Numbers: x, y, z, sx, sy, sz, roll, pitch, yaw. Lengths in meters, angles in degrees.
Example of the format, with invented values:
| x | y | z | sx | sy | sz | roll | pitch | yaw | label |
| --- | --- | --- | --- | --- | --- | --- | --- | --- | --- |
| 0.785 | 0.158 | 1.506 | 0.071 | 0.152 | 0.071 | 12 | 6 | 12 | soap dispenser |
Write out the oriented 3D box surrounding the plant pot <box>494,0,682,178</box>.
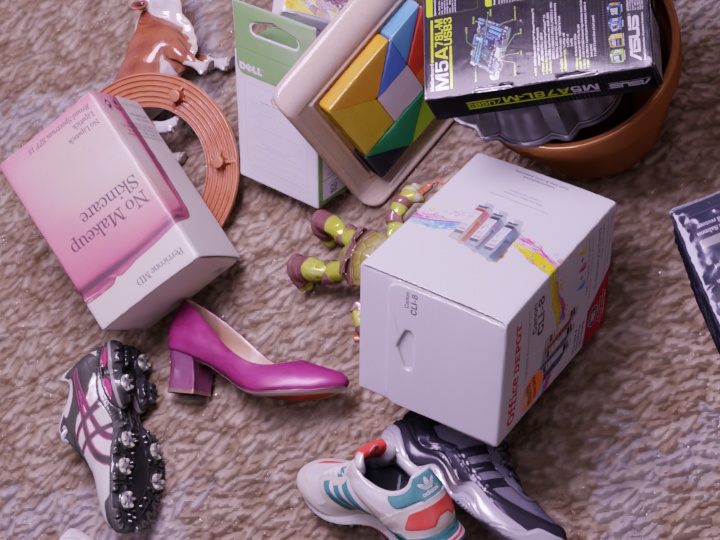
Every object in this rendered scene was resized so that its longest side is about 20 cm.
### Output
| x | y | z | sx | sy | sz | roll | pitch | yaw | label |
| --- | --- | --- | --- | --- | --- | --- | --- | --- | --- |
| 0.205 | -0.173 | 1.502 | 0.200 | 0.140 | 0.200 | -7 | 66 | 17 | plant pot |

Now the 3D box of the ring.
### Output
| x | y | z | sx | sy | sz | roll | pitch | yaw | label |
| --- | --- | --- | --- | --- | --- | --- | --- | --- | --- |
| -0.218 | -0.102 | 1.654 | 0.200 | 0.019 | 0.201 | 1 | 92 | 19 | ring |

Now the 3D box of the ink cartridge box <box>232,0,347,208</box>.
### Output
| x | y | z | sx | sy | sz | roll | pitch | yaw | label |
| --- | --- | --- | --- | --- | --- | --- | --- | --- | --- |
| -0.063 | -0.169 | 1.563 | 0.104 | 0.200 | 0.059 | 26 | 44 | 30 | ink cartridge box |

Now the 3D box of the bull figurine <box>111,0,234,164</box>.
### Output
| x | y | z | sx | sy | sz | roll | pitch | yaw | label |
| --- | --- | --- | --- | --- | --- | --- | --- | --- | --- |
| -0.210 | -0.207 | 1.703 | 0.121 | 0.065 | 0.200 | 23 | 88 | 23 | bull figurine |

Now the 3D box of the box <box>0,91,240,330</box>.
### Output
| x | y | z | sx | sy | sz | roll | pitch | yaw | label |
| --- | --- | --- | --- | --- | --- | --- | --- | --- | --- |
| -0.236 | -0.056 | 1.591 | 0.128 | 0.109 | 0.200 | -37 | 79 | 13 | box |

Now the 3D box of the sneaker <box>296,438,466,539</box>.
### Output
| x | y | z | sx | sy | sz | roll | pitch | yaw | label |
| --- | --- | --- | --- | --- | --- | --- | --- | --- | --- |
| 0.010 | 0.181 | 1.422 | 0.070 | 0.093 | 0.200 | -31 | 28 | -29 | sneaker |

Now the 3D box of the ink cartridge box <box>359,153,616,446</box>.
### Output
| x | y | z | sx | sy | sz | roll | pitch | yaw | label |
| --- | --- | --- | --- | --- | --- | --- | --- | --- | --- |
| 0.109 | 0.023 | 1.406 | 0.145 | 0.145 | 0.200 | 23 | 45 | 26 | ink cartridge box |

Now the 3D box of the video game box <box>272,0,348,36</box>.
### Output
| x | y | z | sx | sy | sz | roll | pitch | yaw | label |
| --- | --- | --- | --- | --- | --- | --- | --- | --- | --- |
| 0.010 | -0.315 | 1.625 | 0.182 | 0.047 | 0.200 | 15 | 67 | -20 | video game box |

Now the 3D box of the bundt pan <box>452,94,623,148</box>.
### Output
| x | y | z | sx | sy | sz | roll | pitch | yaw | label |
| --- | --- | --- | --- | --- | --- | --- | --- | --- | --- |
| 0.147 | -0.213 | 1.418 | 0.202 | 0.076 | 0.202 | -7 | 67 | 16 | bundt pan |

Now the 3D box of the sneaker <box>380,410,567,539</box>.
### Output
| x | y | z | sx | sy | sz | roll | pitch | yaw | label |
| --- | --- | --- | --- | --- | --- | --- | --- | --- | --- |
| 0.120 | 0.164 | 1.432 | 0.200 | 0.075 | 0.114 | 34 | 83 | 28 | sneaker |

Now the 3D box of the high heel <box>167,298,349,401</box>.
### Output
| x | y | z | sx | sy | sz | roll | pitch | yaw | label |
| --- | --- | --- | --- | --- | --- | --- | --- | --- | --- |
| -0.100 | 0.074 | 1.549 | 0.200 | 0.067 | 0.096 | 1 | 80 | 24 | high heel |

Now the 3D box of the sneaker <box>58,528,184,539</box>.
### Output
| x | y | z | sx | sy | sz | roll | pitch | yaw | label |
| --- | --- | --- | --- | --- | --- | --- | --- | --- | --- |
| -0.246 | 0.279 | 1.519 | 0.200 | 0.078 | 0.099 | -22 | 60 | 9 | sneaker |

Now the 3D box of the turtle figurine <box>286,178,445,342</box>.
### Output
| x | y | z | sx | sy | sz | roll | pitch | yaw | label |
| --- | --- | --- | --- | --- | --- | --- | --- | --- | --- |
| 0.000 | 0.000 | 1.523 | 0.161 | 0.064 | 0.200 | 12 | 85 | 48 | turtle figurine |

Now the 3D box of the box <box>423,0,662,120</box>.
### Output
| x | y | z | sx | sy | sz | roll | pitch | yaw | label |
| --- | --- | --- | --- | --- | --- | --- | --- | --- | --- |
| 0.148 | -0.235 | 1.358 | 0.193 | 0.048 | 0.200 | -8 | 67 | 19 | box |

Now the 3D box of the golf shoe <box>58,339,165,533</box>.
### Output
| x | y | z | sx | sy | sz | roll | pitch | yaw | label |
| --- | --- | --- | --- | --- | --- | --- | --- | --- | --- |
| -0.243 | 0.168 | 1.570 | 0.088 | 0.077 | 0.200 | -22 | 55 | 22 | golf shoe |

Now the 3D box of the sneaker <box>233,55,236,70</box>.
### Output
| x | y | z | sx | sy | sz | roll | pitch | yaw | label |
| --- | --- | --- | --- | --- | --- | --- | --- | --- | --- |
| -0.041 | -0.206 | 1.631 | 0.200 | 0.090 | 0.078 | 13 | 74 | 25 | sneaker |

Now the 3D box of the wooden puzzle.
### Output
| x | y | z | sx | sy | sz | roll | pitch | yaw | label |
| --- | --- | --- | --- | --- | --- | --- | --- | --- | --- |
| 0.028 | -0.172 | 1.532 | 0.185 | 0.200 | 0.037 | -50 | 50 | -4 | wooden puzzle |

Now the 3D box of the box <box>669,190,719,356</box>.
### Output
| x | y | z | sx | sy | sz | roll | pitch | yaw | label |
| --- | --- | --- | --- | --- | --- | --- | --- | --- | --- |
| 0.351 | 0.050 | 1.327 | 0.117 | 0.197 | 0.200 | -22 | 64 | 9 | box |
